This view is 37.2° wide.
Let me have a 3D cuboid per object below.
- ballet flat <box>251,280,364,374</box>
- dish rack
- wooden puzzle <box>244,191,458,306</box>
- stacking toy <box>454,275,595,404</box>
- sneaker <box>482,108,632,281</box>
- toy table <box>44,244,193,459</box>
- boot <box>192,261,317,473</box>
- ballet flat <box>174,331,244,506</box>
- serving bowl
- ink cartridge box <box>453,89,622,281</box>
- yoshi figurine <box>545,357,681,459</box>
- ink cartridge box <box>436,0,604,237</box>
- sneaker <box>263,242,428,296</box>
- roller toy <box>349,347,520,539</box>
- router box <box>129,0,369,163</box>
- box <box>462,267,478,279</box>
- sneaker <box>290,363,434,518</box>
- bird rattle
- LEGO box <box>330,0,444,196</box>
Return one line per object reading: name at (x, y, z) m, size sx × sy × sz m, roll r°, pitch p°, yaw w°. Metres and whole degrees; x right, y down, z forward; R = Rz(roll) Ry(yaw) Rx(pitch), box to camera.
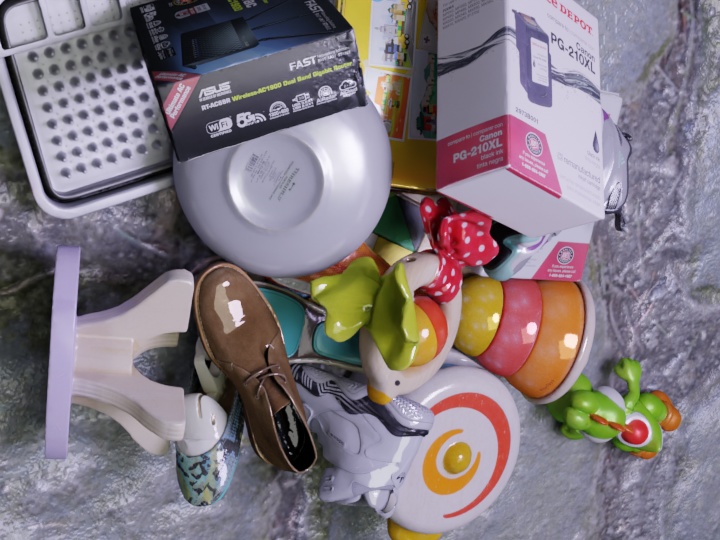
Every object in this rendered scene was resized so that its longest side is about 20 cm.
ballet flat at (-0.060, 0.057, 1.025) m, size 0.197 × 0.069 × 0.071 m, roll 21°, pitch 95°, yaw -28°
dish rack at (-0.226, -0.161, 0.927) m, size 0.169 × 0.043 × 0.204 m, roll -21°, pitch 114°, yaw -23°
wooden puzzle at (-0.011, -0.022, 1.070) m, size 0.183 × 0.037 × 0.203 m, roll 24°, pitch 95°, yaw -20°
stacking toy at (0.141, 0.050, 1.153) m, size 0.197 × 0.146 × 0.149 m, roll 19°, pitch 96°, yaw -20°
sneaker at (0.210, -0.060, 1.053) m, size 0.139 × 0.078 × 0.202 m, roll 29°, pitch 91°, yaw -33°
toy table at (-0.214, 0.079, 0.938) m, size 0.115 × 0.186 × 0.202 m, roll 5°, pitch 131°, yaw -15°
boot at (-0.085, 0.087, 0.940) m, size 0.073 × 0.075 × 0.203 m, roll -27°, pitch 107°, yaw -19°
ballet flat at (-0.142, 0.115, 0.994) m, size 0.074 × 0.074 × 0.203 m, roll 34°, pitch 46°, yaw -32°
serving bowl at (-0.070, -0.084, 0.924) m, size 0.196 × 0.066 × 0.204 m, roll 1°, pitch 107°, yaw 2°
ink cartridge box at (0.178, -0.099, 1.119) m, size 0.143 × 0.083 × 0.204 m, roll 4°, pitch 105°, yaw -31°
yoshi figurine at (0.296, 0.166, 1.298) m, size 0.198 × 0.111 × 0.115 m, roll 19°, pitch 63°, yaw -43°
ink cartridge box at (0.141, -0.151, 0.939) m, size 0.143 × 0.083 × 0.204 m, roll 20°, pitch 64°, yaw -42°
sneaker at (0.000, 0.000, 1.023) m, size 0.197 × 0.073 × 0.078 m, roll 20°, pitch 95°, yaw -20°
roller toy at (0.071, 0.177, 1.137) m, size 0.200 × 0.139 × 0.183 m, roll -43°, pitch 120°, yaw -10°
router box at (-0.093, -0.170, 0.836) m, size 0.147 × 0.201 × 0.063 m, roll -18°, pitch 124°, yaw -9°
box at (0.083, -0.095, 1.129) m, size 0.161 × 0.021 × 0.204 m, roll 6°, pitch 102°, yaw -30°
sneaker at (-0.029, 0.160, 1.041) m, size 0.075 × 0.197 × 0.117 m, roll 27°, pitch 80°, yaw -58°
bird rattle at (0.046, 0.028, 0.970) m, size 0.200 × 0.111 × 0.166 m, roll -38°, pitch 136°, yaw -46°
LEGO box at (0.030, -0.177, 1.011) m, size 0.146 × 0.077 × 0.204 m, roll 5°, pitch 93°, yaw -20°
